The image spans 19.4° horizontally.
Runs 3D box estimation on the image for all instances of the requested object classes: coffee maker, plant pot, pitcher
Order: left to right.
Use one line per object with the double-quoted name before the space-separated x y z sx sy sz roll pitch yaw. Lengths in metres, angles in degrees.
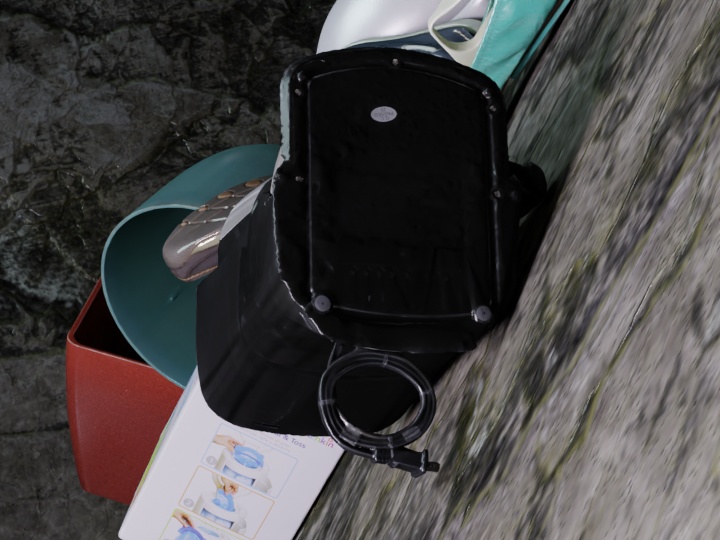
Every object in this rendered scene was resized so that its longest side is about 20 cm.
"plant pot" -0.162 0.114 1.915 0.200 0.200 0.176 -71 -2 -61
"plant pot" -0.090 -0.012 1.766 0.161 0.200 0.201 -53 -5 -47
"coffee maker" -0.014 0.016 1.007 0.200 0.135 0.192 124 170 -66
"pitcher" 0.053 -0.181 1.528 0.200 0.121 0.172 -49 13 27

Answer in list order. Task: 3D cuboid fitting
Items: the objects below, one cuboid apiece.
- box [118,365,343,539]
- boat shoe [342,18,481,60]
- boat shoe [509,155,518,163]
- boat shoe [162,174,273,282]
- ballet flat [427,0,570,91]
"box" -0.063 0.093 1.348 0.200 0.101 0.113 -61 6 35
"boat shoe" 0.012 -0.123 1.471 0.200 0.075 0.062 -8 15 44
"boat shoe" 0.029 -0.015 1.176 0.067 0.057 0.200 -66 5 -29
"boat shoe" -0.030 -0.031 1.381 0.200 0.073 0.074 -24 18 -9
"ballet flat" 0.066 -0.123 1.289 0.200 0.070 0.067 -63 5 21
